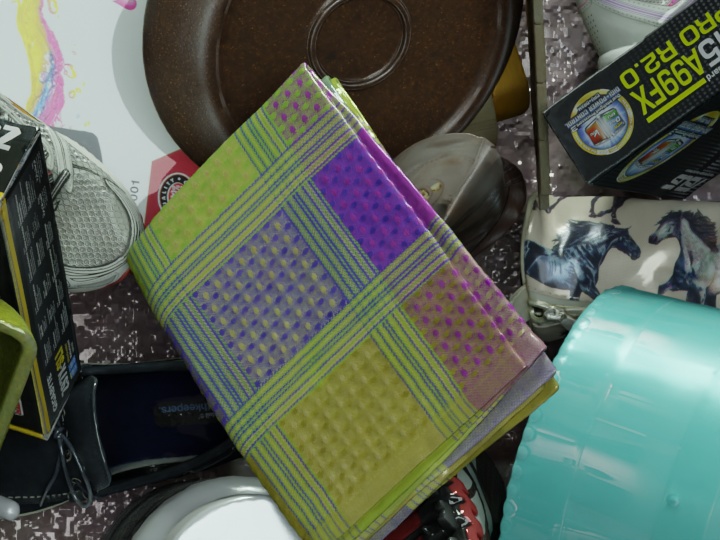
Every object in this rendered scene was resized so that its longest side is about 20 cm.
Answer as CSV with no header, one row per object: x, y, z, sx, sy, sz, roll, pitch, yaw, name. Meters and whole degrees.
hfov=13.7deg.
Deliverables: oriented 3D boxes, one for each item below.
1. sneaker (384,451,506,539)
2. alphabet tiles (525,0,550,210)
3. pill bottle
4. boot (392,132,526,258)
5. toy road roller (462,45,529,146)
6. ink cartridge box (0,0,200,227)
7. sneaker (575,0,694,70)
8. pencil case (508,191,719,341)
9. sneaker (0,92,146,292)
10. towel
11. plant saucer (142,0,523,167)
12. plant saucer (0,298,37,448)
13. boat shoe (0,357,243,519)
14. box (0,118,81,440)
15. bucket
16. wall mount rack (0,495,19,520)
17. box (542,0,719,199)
0.038,0.129,1.466,0.071,0.201,0.098,-38,129,15,sneaker
0.086,-0.139,1.492,0.006,0.167,0.200,-4,127,2,alphabet tiles
-0.066,0.156,1.443,0.113,0.200,0.114,1,85,-11,pill bottle
0.000,0.000,1.455,0.186,0.200,0.064,-41,87,7,boot
0.010,-0.148,1.508,0.123,0.146,0.201,-18,89,-12,toy road roller
-0.160,-0.079,1.502,0.199,0.083,0.146,7,85,-11,ink cartridge box
0.197,-0.169,1.581,0.200,0.081,0.088,-30,89,-16,sneaker
0.178,0.008,1.526,0.199,0.078,0.090,5,49,17,pencil case
-0.190,-0.054,1.410,0.200,0.082,0.078,32,82,-8,sneaker
-0.013,0.022,1.354,0.144,0.023,0.200,-45,63,15,towel
-0.006,-0.116,1.441,0.200,0.035,0.201,-12,123,-19,plant saucer
-0.255,0.045,1.376,0.199,0.200,0.048,24,41,-2,plant saucer
-0.137,0.080,1.492,0.199,0.062,0.075,-10,88,5,boat shoe
-0.219,-0.011,1.396,0.159,0.200,0.049,18,57,12,box
0.160,0.110,1.426,0.134,0.207,0.208,17,81,22,bucket
-0.270,0.142,1.465,0.173,0.075,0.201,22,82,-6,wall mount rack
0.190,-0.100,1.488,0.160,0.200,0.044,-36,78,15,box
